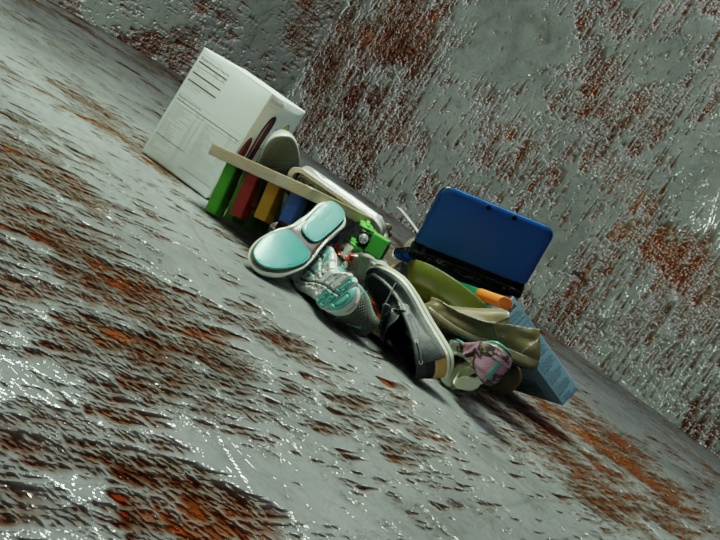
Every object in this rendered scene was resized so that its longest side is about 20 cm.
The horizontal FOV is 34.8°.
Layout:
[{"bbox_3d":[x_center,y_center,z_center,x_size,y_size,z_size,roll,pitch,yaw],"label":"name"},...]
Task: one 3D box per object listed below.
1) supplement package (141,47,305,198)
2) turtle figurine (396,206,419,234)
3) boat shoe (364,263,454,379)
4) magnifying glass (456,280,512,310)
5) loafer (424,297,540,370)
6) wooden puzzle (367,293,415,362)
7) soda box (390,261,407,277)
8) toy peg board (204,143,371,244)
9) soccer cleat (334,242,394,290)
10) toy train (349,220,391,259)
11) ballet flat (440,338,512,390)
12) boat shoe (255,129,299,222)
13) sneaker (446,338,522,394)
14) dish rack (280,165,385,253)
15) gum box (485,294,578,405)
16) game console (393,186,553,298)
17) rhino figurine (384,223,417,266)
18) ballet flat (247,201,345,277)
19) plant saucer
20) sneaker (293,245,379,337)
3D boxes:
[{"bbox_3d":[-0.225,-0.234,1.932,0.147,0.201,0.191,35,7,12],"label":"supplement package"},{"bbox_3d":[0.099,0.001,2.073,0.193,0.144,0.200,35,9,-25],"label":"turtle figurine"},{"bbox_3d":[0.053,0.069,1.564,0.062,0.075,0.201,-17,55,-25],"label":"boat shoe"},{"bbox_3d":[0.178,0.036,1.779,0.079,0.023,0.200,21,-2,-21],"label":"magnifying glass"},{"bbox_3d":[0.179,0.082,1.686,0.199,0.068,0.076,26,-10,-16],"label":"loafer"},{"bbox_3d":[0.050,0.080,1.692,0.200,0.046,0.185,37,7,25],"label":"wooden puzzle"},{"bbox_3d":[0.112,0.059,1.948,0.199,0.064,0.068,29,-36,-36],"label":"soda box"},{"bbox_3d":[-0.121,-0.093,1.758,0.198,0.098,0.200,26,3,28],"label":"toy peg board"},{"bbox_3d":[0.000,0.000,1.736,0.077,0.070,0.200,16,2,-12],"label":"soccer cleat"},{"bbox_3d":[0.016,-0.044,1.683,0.056,0.042,0.200,30,4,-1],"label":"toy train"},{"bbox_3d":[0.149,0.134,1.608,0.069,0.071,0.200,41,-12,-9],"label":"ballet flat"},{"bbox_3d":[-0.146,-0.165,1.929,0.074,0.203,0.065,-7,53,-13],"label":"boat shoe"},{"bbox_3d":[0.153,0.120,1.764,0.200,0.067,0.090,31,-8,46],"label":"sneaker"},{"bbox_3d":[-0.041,-0.075,1.898,0.199,0.172,0.044,35,51,18],"label":"dish rack"},{"bbox_3d":[0.246,0.122,1.888,0.201,0.045,0.170,53,-17,-19],"label":"gum box"},{"bbox_3d":[0.176,-0.042,1.829,0.199,0.119,0.171,22,-5,-13],"label":"game console"},{"bbox_3d":[0.037,-0.031,1.959,0.198,0.088,0.060,0,-19,21],"label":"rhino figurine"},{"bbox_3d":[-0.092,-0.031,1.601,0.069,0.070,0.200,35,42,15],"label":"ballet flat"},{"bbox_3d":[0.144,0.059,1.808,0.199,0.031,0.200,37,-11,8],"label":"plant saucer"},{"bbox_3d":[-0.031,0.035,1.594,0.091,0.077,0.200,48,3,-27],"label":"sneaker"}]
